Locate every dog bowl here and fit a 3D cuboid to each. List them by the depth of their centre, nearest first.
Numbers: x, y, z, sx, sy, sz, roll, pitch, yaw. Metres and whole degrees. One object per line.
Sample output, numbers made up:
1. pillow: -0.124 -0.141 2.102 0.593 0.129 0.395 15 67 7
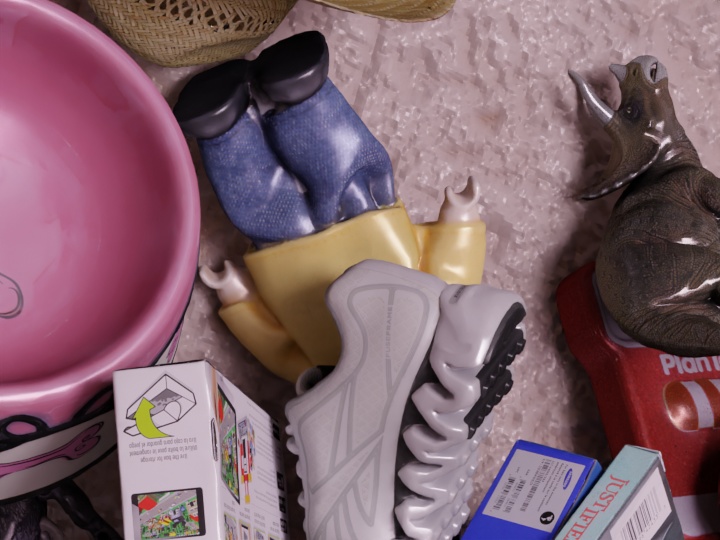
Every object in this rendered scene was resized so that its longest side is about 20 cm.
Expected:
1. dog bowl: -0.148 -0.018 0.837 0.200 0.074 0.200 10 66 -22

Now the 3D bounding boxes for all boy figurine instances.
1. boy figurine: 0.000 0.000 0.967 0.124 0.064 0.200 -24 112 11

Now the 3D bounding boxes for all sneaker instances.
1. sneaker: 0.005 0.085 0.939 0.075 0.081 0.200 -42 151 -62

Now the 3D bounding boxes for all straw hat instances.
1. straw hat: -0.067 -0.129 0.918 0.201 0.201 0.085 17 120 -32

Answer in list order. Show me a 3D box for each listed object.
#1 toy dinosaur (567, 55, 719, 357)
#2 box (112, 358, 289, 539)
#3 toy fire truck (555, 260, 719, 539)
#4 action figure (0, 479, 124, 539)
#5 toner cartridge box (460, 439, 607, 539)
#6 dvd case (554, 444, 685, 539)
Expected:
1. toy dinosaur: 0.146 -0.002 1.037 0.102 0.077 0.200 0 54 3
2. box: -0.054 0.101 0.866 0.035 0.200 0.110 -6 79 4
3. toy fire truck: 0.197 0.068 1.093 0.200 0.112 0.168 -4 71 -31
4. action figure: -0.130 0.140 0.875 0.119 0.102 0.200 -21 62 -5
5. toner cartridge box: 0.098 0.171 1.012 0.095 0.043 0.200 -57 139 -24
6. dvd case: 0.105 0.193 0.975 0.146 0.022 0.200 -49 136 -32
